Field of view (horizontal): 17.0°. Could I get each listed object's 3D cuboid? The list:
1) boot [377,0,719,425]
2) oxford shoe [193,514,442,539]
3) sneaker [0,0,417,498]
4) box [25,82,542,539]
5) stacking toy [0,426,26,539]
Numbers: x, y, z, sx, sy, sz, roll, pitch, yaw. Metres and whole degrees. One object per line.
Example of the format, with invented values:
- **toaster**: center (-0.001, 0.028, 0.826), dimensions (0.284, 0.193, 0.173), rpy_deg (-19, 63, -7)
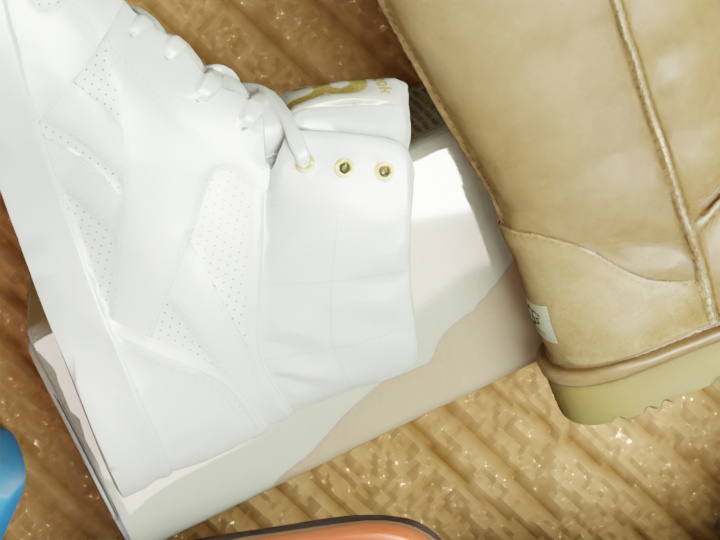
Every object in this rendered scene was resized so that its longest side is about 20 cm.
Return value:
- **boot**: center (0.094, -0.074, 0.657), dimensions (0.174, 0.066, 0.201), rpy_deg (-25, 112, -7)
- **oxford shoe**: center (-0.049, 0.105, 0.735), dimensions (0.199, 0.073, 0.071), rpy_deg (-21, 111, 31)
- **sneaker**: center (-0.048, -0.048, 0.657), dimensions (0.115, 0.074, 0.201), rpy_deg (-21, 111, -4)
- **box**: center (0.000, 0.000, 0.751), dimensions (0.199, 0.095, 0.078), rpy_deg (-25, 104, 0)
- **stacking toy**: center (-0.214, 0.068, 0.741), dimensions (0.199, 0.116, 0.110), rpy_deg (25, 95, -1)
